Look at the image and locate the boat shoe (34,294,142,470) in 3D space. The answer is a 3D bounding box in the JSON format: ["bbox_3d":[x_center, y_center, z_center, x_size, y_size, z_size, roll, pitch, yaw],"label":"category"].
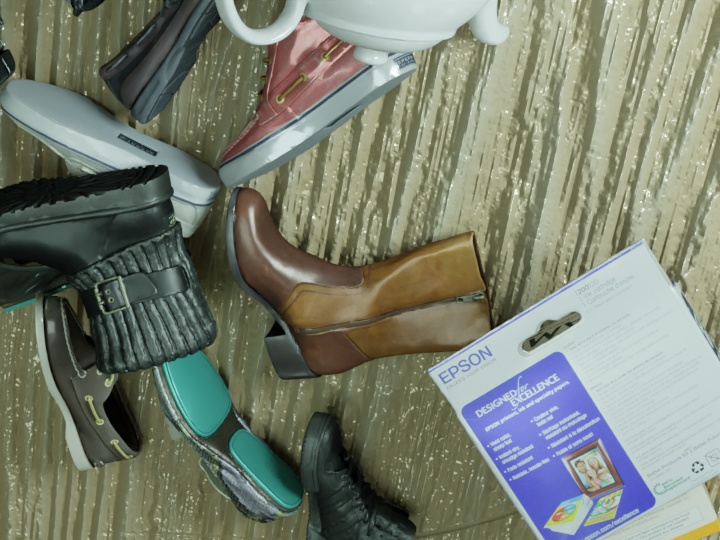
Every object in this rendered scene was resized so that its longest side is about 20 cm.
[{"bbox_3d":[-0.242,0.098,1.415,0.059,0.072,0.202,-7,129,3],"label":"boat shoe"}]

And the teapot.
[{"bbox_3d":[0.014,-0.220,1.140,0.198,0.198,0.148,14,110,5],"label":"teapot"}]

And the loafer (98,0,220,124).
[{"bbox_3d":[-0.146,-0.206,1.267,0.063,0.072,0.201,38,121,1],"label":"loafer"}]

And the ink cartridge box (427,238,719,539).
[{"bbox_3d":[0.183,0.099,1.235,0.197,0.043,0.201,-31,106,12],"label":"ink cartridge box"}]

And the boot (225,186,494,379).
[{"bbox_3d":[0.000,0.000,1.318,0.198,0.069,0.190,-11,110,19],"label":"boot"}]

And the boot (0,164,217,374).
[{"bbox_3d":[-0.230,0.008,1.305,0.208,0.080,0.160,-7,111,15],"label":"boot"}]

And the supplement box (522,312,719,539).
[{"bbox_3d":[0.197,0.140,1.311,0.125,0.074,0.202,-24,106,11],"label":"supplement box"}]

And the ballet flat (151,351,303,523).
[{"bbox_3d":[-0.134,0.148,1.426,0.072,0.072,0.201,-33,100,26],"label":"ballet flat"}]

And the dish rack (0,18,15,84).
[{"bbox_3d":[-0.348,-0.221,1.274,0.054,0.154,0.202,-22,107,9],"label":"dish rack"}]

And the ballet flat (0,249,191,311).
[{"bbox_3d":[-0.243,-0.013,1.384,0.198,0.068,0.069,-12,102,20],"label":"ballet flat"}]

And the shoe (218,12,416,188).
[{"bbox_3d":[-0.052,-0.149,1.269,0.199,0.071,0.092,-32,87,31],"label":"shoe"}]

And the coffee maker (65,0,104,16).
[{"bbox_3d":[-0.237,-0.325,1.201,0.199,0.135,0.193,33,118,-1],"label":"coffee maker"}]

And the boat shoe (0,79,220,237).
[{"bbox_3d":[-0.217,-0.090,1.342,0.198,0.071,0.070,26,116,-4],"label":"boat shoe"}]

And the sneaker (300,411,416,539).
[{"bbox_3d":[0.005,0.217,1.422,0.103,0.060,0.202,7,121,14],"label":"sneaker"}]
